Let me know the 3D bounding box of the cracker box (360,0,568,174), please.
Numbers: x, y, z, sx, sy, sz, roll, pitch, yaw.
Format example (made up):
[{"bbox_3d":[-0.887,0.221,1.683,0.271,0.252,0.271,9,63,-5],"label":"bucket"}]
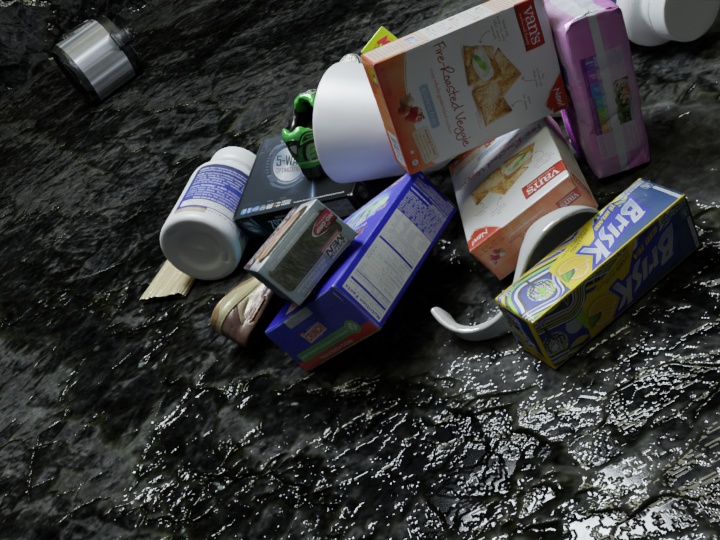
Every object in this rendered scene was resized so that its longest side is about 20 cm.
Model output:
[{"bbox_3d":[0.117,-0.208,1.036,0.200,0.134,0.058,-24,28,-5],"label":"cracker box"}]

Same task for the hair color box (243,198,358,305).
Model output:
[{"bbox_3d":[-0.072,-0.021,1.059,0.099,0.061,0.200,-51,10,-6],"label":"hair color box"}]

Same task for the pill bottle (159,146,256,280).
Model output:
[{"bbox_3d":[-0.209,-0.092,1.398,0.120,0.120,0.200,-15,35,26],"label":"pill bottle"}]

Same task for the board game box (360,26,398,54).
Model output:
[{"bbox_3d":[0.057,-0.297,1.387,0.048,0.102,0.200,-51,3,7],"label":"board game box"}]

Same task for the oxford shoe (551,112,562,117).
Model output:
[{"bbox_3d":[0.190,-0.238,1.247,0.200,0.058,0.075,0,52,11],"label":"oxford shoe"}]

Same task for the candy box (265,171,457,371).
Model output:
[{"bbox_3d":[0.000,0.000,1.070,0.169,0.077,0.200,-33,18,53],"label":"candy box"}]

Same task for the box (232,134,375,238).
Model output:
[{"bbox_3d":[-0.068,-0.132,1.316,0.200,0.044,0.160,-9,48,31],"label":"box"}]

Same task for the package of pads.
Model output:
[{"bbox_3d":[0.263,-0.218,1.074,0.076,0.200,0.121,-20,32,5],"label":"package of pads"}]

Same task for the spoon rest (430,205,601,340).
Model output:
[{"bbox_3d":[0.168,0.008,0.968,0.200,0.099,0.061,-39,54,15],"label":"spoon rest"}]

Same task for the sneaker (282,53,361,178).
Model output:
[{"bbox_3d":[-0.040,-0.226,1.282,0.078,0.085,0.200,-1,52,36],"label":"sneaker"}]

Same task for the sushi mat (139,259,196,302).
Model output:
[{"bbox_3d":[-0.261,-0.026,1.456,0.096,0.012,0.200,-10,38,34],"label":"sushi mat"}]

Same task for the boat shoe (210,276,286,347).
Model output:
[{"bbox_3d":[-0.098,0.025,1.201,0.072,0.072,0.200,32,52,24],"label":"boat shoe"}]

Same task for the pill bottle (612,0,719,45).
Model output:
[{"bbox_3d":[0.369,-0.362,1.249,0.120,0.120,0.200,-37,31,-7],"label":"pill bottle"}]

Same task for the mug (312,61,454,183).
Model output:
[{"bbox_3d":[0.050,-0.192,1.163,0.153,0.150,0.187,4,40,27],"label":"mug"}]

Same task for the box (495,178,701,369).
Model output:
[{"bbox_3d":[0.233,0.001,0.921,0.200,0.070,0.064,-39,34,-10],"label":"box"}]

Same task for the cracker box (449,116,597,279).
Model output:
[{"bbox_3d":[0.178,-0.098,1.078,0.134,0.058,0.200,-39,28,21],"label":"cracker box"}]

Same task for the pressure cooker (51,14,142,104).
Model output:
[{"bbox_3d":[-0.647,-0.538,2.371,0.200,0.179,0.176,-40,57,-13],"label":"pressure cooker"}]

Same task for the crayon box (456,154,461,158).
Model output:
[{"bbox_3d":[0.130,-0.218,1.340,0.126,0.052,0.200,4,46,45],"label":"crayon box"}]
